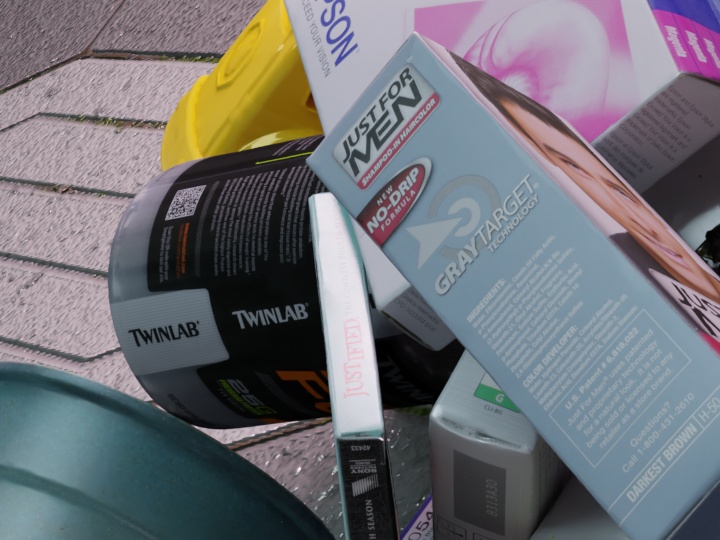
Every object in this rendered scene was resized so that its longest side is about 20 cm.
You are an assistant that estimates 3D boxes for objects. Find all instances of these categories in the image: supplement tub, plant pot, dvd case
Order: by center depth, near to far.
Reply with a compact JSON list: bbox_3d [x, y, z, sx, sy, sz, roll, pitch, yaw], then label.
[{"bbox_3d":[0.003,0.091,1.100,0.022,0.200,0.146,-8,39,0],"label":"dvd case"},{"bbox_3d":[0.000,0.000,1.210,0.200,0.123,0.123,-9,40,40],"label":"supplement tub"},{"bbox_3d":[-0.139,0.176,1.294,0.200,0.200,0.196,-3,52,54],"label":"plant pot"}]

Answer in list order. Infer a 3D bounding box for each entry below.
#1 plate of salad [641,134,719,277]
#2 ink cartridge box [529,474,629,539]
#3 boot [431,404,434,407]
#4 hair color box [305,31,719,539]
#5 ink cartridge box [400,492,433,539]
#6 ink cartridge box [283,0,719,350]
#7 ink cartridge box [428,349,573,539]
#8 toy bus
[{"bbox_3d":[0.166,0.009,0.984,0.200,0.048,0.200,-6,75,22],"label":"plate of salad"},{"bbox_3d":[0.133,0.132,1.029,0.145,0.083,0.200,17,61,40],"label":"ink cartridge box"},{"bbox_3d":[0.115,0.000,1.306,0.200,0.073,0.155,-27,26,2],"label":"boot"},{"bbox_3d":[0.078,0.015,0.906,0.061,0.099,0.200,-50,51,12],"label":"hair color box"},{"bbox_3d":[0.058,0.165,1.181,0.200,0.041,0.200,-52,26,-22],"label":"ink cartridge box"},{"bbox_3d":[0.070,-0.098,1.072,0.200,0.043,0.196,-39,40,19],"label":"ink cartridge box"},{"bbox_3d":[0.088,0.032,1.124,0.050,0.161,0.200,19,58,16],"label":"ink cartridge box"},{"bbox_3d":[0.031,-0.075,1.365,0.192,0.200,0.136,-55,17,21],"label":"toy bus"}]
